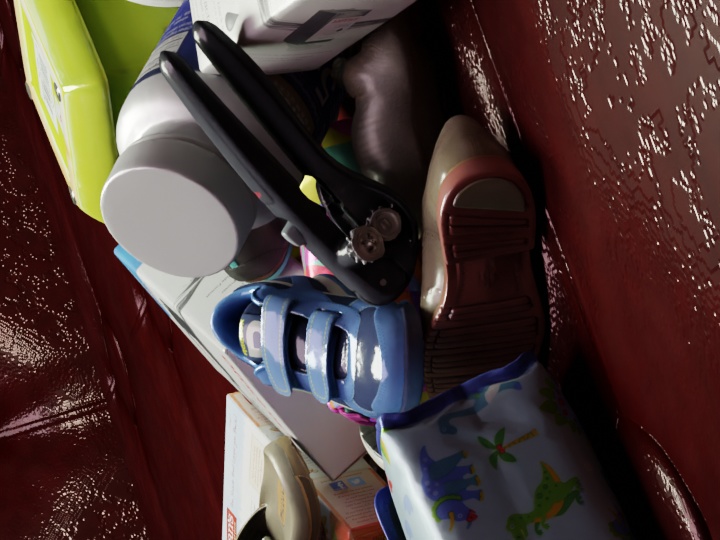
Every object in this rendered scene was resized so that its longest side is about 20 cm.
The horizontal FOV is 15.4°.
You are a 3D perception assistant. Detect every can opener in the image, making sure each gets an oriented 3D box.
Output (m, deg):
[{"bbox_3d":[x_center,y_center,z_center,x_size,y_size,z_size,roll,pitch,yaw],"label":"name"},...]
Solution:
[{"bbox_3d":[-0.041,-0.058,1.521,0.200,0.063,0.079,44,162,-17],"label":"can opener"}]

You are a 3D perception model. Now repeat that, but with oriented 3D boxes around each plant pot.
[{"bbox_3d":[-0.154,-0.163,1.992,0.200,0.181,0.199,89,159,-53],"label":"plant pot"}]

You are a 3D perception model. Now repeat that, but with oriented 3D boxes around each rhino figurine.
[{"bbox_3d":[0.018,-0.111,1.597,0.087,0.060,0.200,-152,53,-73],"label":"rhino figurine"}]

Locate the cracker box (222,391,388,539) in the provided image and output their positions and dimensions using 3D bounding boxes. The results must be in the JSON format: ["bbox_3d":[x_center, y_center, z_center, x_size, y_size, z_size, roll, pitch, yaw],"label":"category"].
[{"bbox_3d":[-0.033,0.186,1.903,0.200,0.058,0.134,43,138,50],"label":"cracker box"}]

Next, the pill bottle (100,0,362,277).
[{"bbox_3d":[-0.082,-0.095,1.636,0.120,0.120,0.200,86,-160,-45],"label":"pill bottle"}]

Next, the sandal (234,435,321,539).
[{"bbox_3d":[-0.061,0.201,1.831,0.080,0.054,0.200,51,150,46],"label":"sandal"}]

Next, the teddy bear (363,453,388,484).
[{"bbox_3d":[0.033,0.164,1.901,0.145,0.067,0.200,-174,74,-66],"label":"teddy bear"}]

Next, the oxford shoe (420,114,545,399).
[{"bbox_3d":[0.067,0.000,1.536,0.075,0.070,0.200,-107,17,-48],"label":"oxford shoe"}]

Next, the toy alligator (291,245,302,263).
[{"bbox_3d":[-0.004,0.004,1.849,0.059,0.054,0.200,49,174,-16],"label":"toy alligator"}]

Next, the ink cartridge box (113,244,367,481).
[{"bbox_3d":[-0.068,0.039,1.853,0.145,0.084,0.200,52,172,-34],"label":"ink cartridge box"}]

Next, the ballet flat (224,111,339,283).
[{"bbox_3d":[-0.061,-0.079,1.791,0.068,0.068,0.200,45,-143,-28],"label":"ballet flat"}]

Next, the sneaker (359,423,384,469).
[{"bbox_3d":[0.074,0.153,1.713,0.085,0.077,0.200,53,-176,-47],"label":"sneaker"}]

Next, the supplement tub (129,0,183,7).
[{"bbox_3d":[-0.133,-0.290,1.814,0.200,0.145,0.145,96,154,-60],"label":"supplement tub"}]

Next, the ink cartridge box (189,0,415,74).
[{"bbox_3d":[-0.032,-0.205,1.505,0.200,0.085,0.146,-25,72,62],"label":"ink cartridge box"}]

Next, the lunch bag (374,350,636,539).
[{"bbox_3d":[0.089,0.167,1.530,0.200,0.127,0.170,72,175,-68],"label":"lunch bag"}]

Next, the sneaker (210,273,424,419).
[{"bbox_3d":[-0.024,0.046,1.588,0.200,0.082,0.074,-165,78,-64],"label":"sneaker"}]

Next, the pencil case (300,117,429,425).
[{"bbox_3d":[0.000,0.000,1.713,0.088,0.088,0.200,109,149,-69],"label":"pencil case"}]
